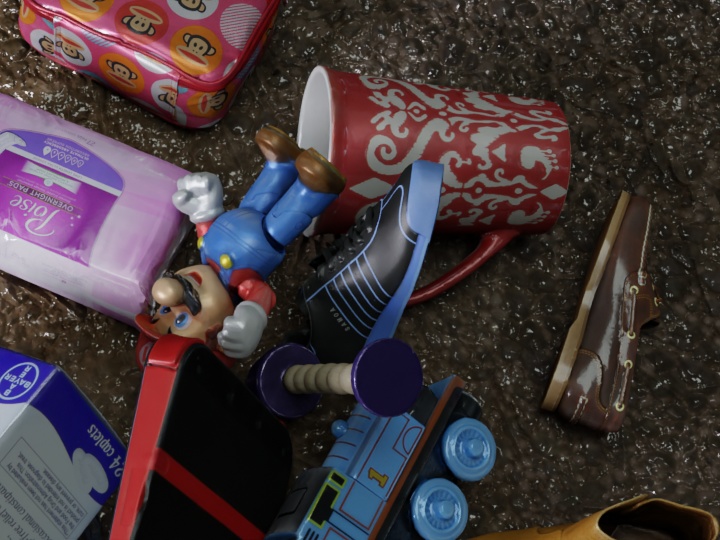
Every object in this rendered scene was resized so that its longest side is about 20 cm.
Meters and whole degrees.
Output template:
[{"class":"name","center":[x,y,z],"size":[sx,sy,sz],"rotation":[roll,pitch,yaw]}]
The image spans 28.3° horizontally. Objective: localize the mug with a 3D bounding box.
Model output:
[{"class":"mug","center":[0.054,-0.069,1.150],"size":[0.198,0.179,0.134],"rotation":[2,24,-14]}]

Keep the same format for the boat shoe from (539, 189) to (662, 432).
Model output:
[{"class":"boat shoe","center":[0.204,0.034,1.140],"size":[0.070,0.070,0.201],"rotation":[19,71,7]}]

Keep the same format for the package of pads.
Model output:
[{"class":"package of pads","center":[-0.229,-0.048,1.094],"size":[0.198,0.076,0.121],"rotation":[23,61,1]}]

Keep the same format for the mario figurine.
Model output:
[{"class":"mario figurine","center":[-0.099,-0.010,1.019],"size":[0.106,0.123,0.201],"rotation":[34,87,-11]}]

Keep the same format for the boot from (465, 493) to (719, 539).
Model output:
[{"class":"boot","center":[0.139,0.199,1.005],"size":[0.199,0.144,0.071],"rotation":[-4,64,-12]}]

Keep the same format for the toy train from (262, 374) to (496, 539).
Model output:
[{"class":"toy train","center":[0.017,0.156,1.023],"size":[0.114,0.087,0.201],"rotation":[38,62,-14]}]

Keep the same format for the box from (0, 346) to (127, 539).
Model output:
[{"class":"box","center":[-0.287,0.147,0.928],"size":[0.183,0.105,0.201],"rotation":[13,55,39]}]

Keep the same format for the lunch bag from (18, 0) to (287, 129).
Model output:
[{"class":"lunch bag","center":[-0.167,-0.229,1.196],"size":[0.199,0.082,0.177],"rotation":[26,59,1]}]

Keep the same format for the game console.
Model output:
[{"class":"game console","center":[-0.105,0.155,0.961],"size":[0.031,0.200,0.178],"rotation":[1,63,23]}]

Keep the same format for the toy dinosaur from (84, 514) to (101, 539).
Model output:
[{"class":"toy dinosaur","center":[-0.187,0.227,0.991],"size":[0.180,0.202,0.105],"rotation":[10,17,-26]}]

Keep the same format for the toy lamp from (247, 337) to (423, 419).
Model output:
[{"class":"toy lamp","center":[-0.027,0.078,1.006],"size":[0.058,0.200,0.059],"rotation":[2,85,-25]}]

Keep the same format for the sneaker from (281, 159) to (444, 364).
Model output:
[{"class":"sneaker","center":[0.000,0.000,1.054],"size":[0.077,0.201,0.070],"rotation":[19,29,-4]}]
